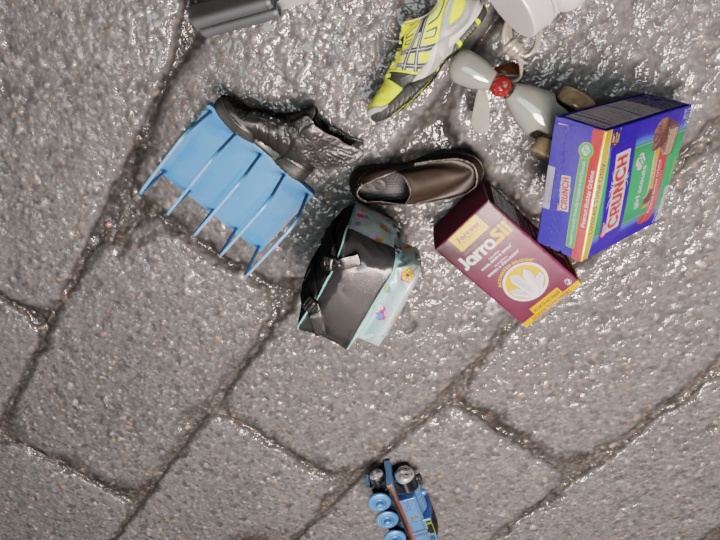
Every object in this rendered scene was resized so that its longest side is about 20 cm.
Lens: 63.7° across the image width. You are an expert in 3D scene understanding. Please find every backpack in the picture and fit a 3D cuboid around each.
[{"bbox_3d":[0.000,0.000,0.848,0.153,0.200,0.176,19,115,-12],"label":"backpack"}]

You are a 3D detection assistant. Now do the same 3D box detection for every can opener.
[{"bbox_3d":[-0.126,-0.356,0.750,0.199,0.053,0.067,-15,82,11],"label":"can opener"}]

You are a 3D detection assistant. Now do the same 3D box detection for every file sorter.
[{"bbox_3d":[-0.193,-0.112,0.843,0.200,0.123,0.139,40,114,-16],"label":"file sorter"}]

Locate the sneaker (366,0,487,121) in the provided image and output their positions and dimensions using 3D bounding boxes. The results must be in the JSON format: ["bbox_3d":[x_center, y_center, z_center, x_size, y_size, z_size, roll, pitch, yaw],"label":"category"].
[{"bbox_3d":[0.073,-0.283,0.762,0.076,0.075,0.200,42,106,-5],"label":"sneaker"}]

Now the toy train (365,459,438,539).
[{"bbox_3d":[0.084,0.471,1.168,0.114,0.087,0.201,-18,114,4],"label":"toy train"}]

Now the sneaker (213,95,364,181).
[{"bbox_3d":[-0.099,-0.203,0.822,0.200,0.060,0.104,39,116,-21],"label":"sneaker"}]

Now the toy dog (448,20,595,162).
[{"bbox_3d":[0.212,-0.225,0.771,0.132,0.096,0.200,-39,97,7],"label":"toy dog"}]

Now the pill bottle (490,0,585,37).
[{"bbox_3d":[0.241,-0.368,0.645,0.200,0.113,0.113,-41,109,8],"label":"pill bottle"}]

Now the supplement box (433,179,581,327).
[{"bbox_3d":[0.219,-0.024,0.876,0.200,0.086,0.110,38,116,-15],"label":"supplement box"}]

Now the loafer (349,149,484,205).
[{"bbox_3d":[0.081,-0.122,0.842,0.199,0.071,0.073,-9,118,10],"label":"loafer"}]

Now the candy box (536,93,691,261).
[{"bbox_3d":[0.329,-0.126,0.755,0.200,0.077,0.170,-21,125,-31],"label":"candy box"}]
